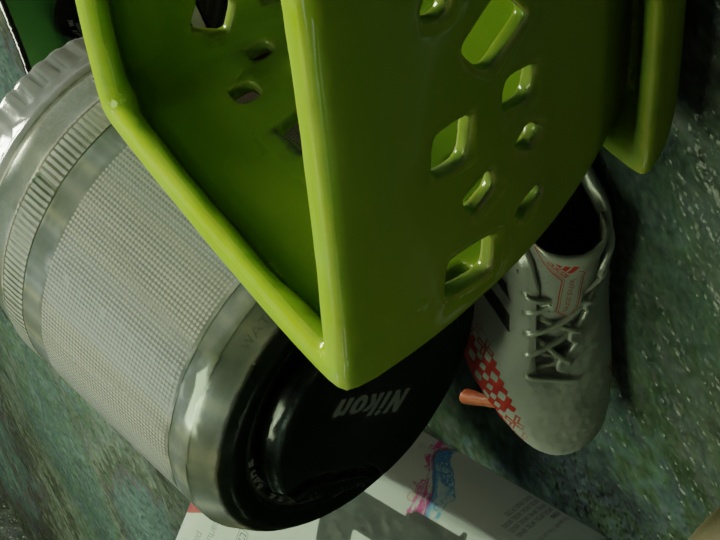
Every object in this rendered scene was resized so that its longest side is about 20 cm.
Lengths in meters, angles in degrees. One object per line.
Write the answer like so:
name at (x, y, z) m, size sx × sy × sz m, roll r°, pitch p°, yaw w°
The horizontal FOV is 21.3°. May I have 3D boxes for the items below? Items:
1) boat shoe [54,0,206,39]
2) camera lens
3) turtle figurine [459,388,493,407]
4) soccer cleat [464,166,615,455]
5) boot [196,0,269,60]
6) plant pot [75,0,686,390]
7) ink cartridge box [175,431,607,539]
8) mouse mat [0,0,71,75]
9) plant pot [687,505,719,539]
boat shoe at (-0.126, -0.144, 0.953) m, size 0.075 × 0.066 × 0.200 m, roll 47°, pitch 165°, yaw 33°
camera lens at (-0.061, 0.003, 0.836) m, size 0.200 × 0.159 × 0.161 m, roll 38°, pitch 150°, yaw 31°
turtle figurine at (0.000, 0.000, 0.941) m, size 0.198 × 0.064 × 0.163 m, roll 18°, pitch 126°, yaw 16°
soccer cleat at (0.080, 0.001, 0.837) m, size 0.085 × 0.068 × 0.202 m, roll 36°, pitch 143°, yaw 59°
boot at (-0.105, -0.180, 1.066) m, size 0.166 × 0.065 × 0.200 m, roll 67°, pitch 160°, yaw -9°
plant pot at (0.009, -0.115, 0.692) m, size 0.200 × 0.180 × 0.200 m, roll 46°, pitch 155°, yaw 37°
ink cartridge box at (0.009, 0.162, 1.003) m, size 0.199 × 0.083 × 0.147 m, roll 28°, pitch 106°, yaw 18°
mouse mat at (-0.137, -0.115, 0.997) m, size 0.161 × 0.008 × 0.201 m, roll 29°, pitch -152°, yaw -50°
plant pot at (0.176, 0.136, 0.638) m, size 0.135 × 0.198 × 0.202 m, roll -82°, pitch -19°, yaw -56°
